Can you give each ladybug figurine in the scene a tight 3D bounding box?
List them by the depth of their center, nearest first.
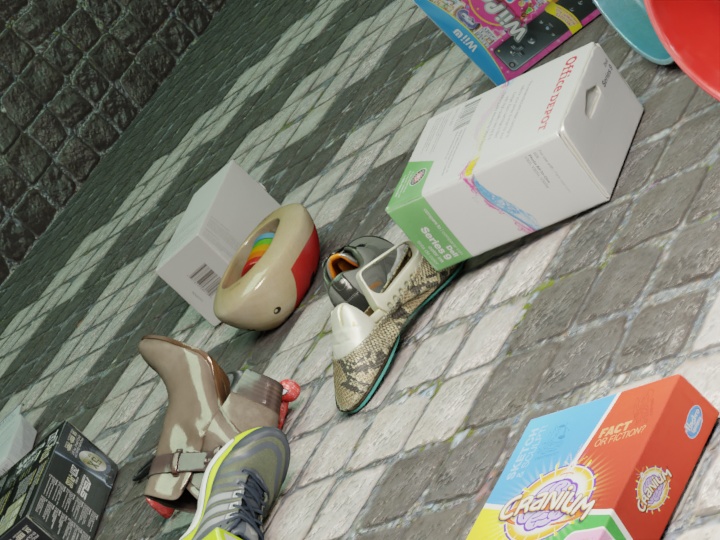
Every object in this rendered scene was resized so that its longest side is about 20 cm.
[{"bbox_3d":[-0.098,0.000,2.101,0.136,0.072,0.200,-36,19,34],"label":"ladybug figurine"}]

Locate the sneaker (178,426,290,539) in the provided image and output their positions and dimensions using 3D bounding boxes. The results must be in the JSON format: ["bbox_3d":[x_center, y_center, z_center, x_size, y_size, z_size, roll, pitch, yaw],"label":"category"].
[{"bbox_3d":[-0.105,0.220,1.606,0.081,0.074,0.201,-15,42,50],"label":"sneaker"}]

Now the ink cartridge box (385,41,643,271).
[{"bbox_3d":[0.139,-0.101,1.673,0.199,0.088,0.146,-25,26,37],"label":"ink cartridge box"}]

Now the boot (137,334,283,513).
[{"bbox_3d":[-0.164,0.151,1.771,0.199,0.070,0.147,15,72,37],"label":"boot"}]

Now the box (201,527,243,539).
[{"bbox_3d":[-0.152,0.307,1.450,0.200,0.048,0.122,-41,44,15],"label":"box"}]

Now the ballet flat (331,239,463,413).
[{"bbox_3d":[0.018,0.034,1.712,0.200,0.075,0.068,-53,20,-23],"label":"ballet flat"}]

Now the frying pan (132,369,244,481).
[{"bbox_3d":[-0.175,0.157,2.005,0.190,0.031,0.115,-25,25,47],"label":"frying pan"}]

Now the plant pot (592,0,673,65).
[{"bbox_3d":[0.300,-0.318,1.672,0.187,0.201,0.200,-32,14,-8],"label":"plant pot"}]

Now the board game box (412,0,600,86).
[{"bbox_3d":[0.179,-0.311,2.018,0.200,0.147,0.064,-36,21,34],"label":"board game box"}]

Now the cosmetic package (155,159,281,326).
[{"bbox_3d":[-0.168,-0.036,2.313,0.085,0.108,0.200,-39,15,26],"label":"cosmetic package"}]

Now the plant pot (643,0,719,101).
[{"bbox_3d":[0.333,-0.240,1.393,0.177,0.201,0.200,-45,13,-33],"label":"plant pot"}]

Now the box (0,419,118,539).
[{"bbox_3d":[-0.368,0.287,2.068,0.164,0.086,0.200,-40,17,20],"label":"box"}]

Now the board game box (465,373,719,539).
[{"bbox_3d":[0.126,0.165,1.170,0.153,0.040,0.200,-25,26,52],"label":"board game box"}]

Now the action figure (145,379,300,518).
[{"bbox_3d":[-0.132,0.167,1.833,0.200,0.052,0.066,-37,14,23],"label":"action figure"}]

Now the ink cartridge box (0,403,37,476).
[{"bbox_3d":[-0.522,0.291,2.545,0.200,0.041,0.200,-44,16,10],"label":"ink cartridge box"}]

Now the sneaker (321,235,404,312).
[{"bbox_3d":[0.000,0.000,1.839,0.074,0.079,0.200,-45,14,10],"label":"sneaker"}]
